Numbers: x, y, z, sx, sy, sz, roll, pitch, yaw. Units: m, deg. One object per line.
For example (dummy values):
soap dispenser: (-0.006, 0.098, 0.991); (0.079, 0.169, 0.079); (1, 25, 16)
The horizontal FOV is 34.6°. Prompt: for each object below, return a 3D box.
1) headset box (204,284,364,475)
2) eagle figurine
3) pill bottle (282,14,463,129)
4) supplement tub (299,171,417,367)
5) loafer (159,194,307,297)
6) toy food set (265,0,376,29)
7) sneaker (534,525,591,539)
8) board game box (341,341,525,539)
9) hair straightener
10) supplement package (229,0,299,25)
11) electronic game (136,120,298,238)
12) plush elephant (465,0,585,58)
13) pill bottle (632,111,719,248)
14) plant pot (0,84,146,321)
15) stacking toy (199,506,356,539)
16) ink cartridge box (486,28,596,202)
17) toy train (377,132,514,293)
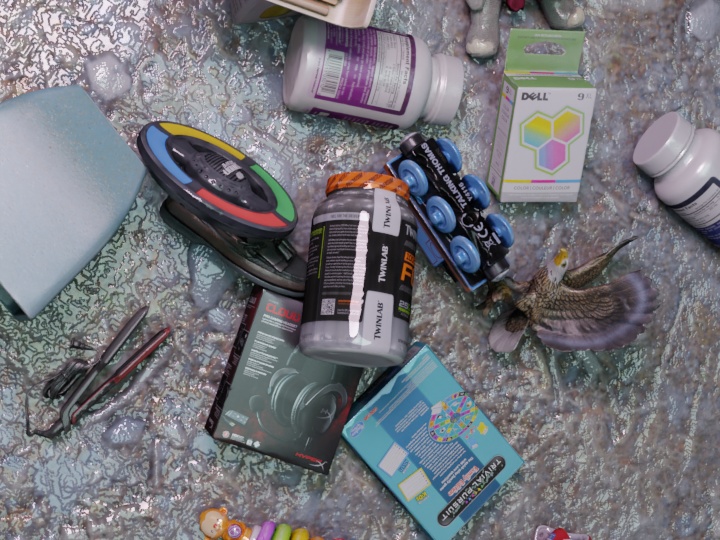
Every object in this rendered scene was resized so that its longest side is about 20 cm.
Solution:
headset box: (-0.079, 0.118, 1.357); (0.147, 0.077, 0.202); (21, 88, -15)
eagle figurine: (0.248, 0.024, 1.405); (0.197, 0.151, 0.154); (4, 80, -8)
pill bottle: (0.015, -0.227, 1.351); (0.198, 0.112, 0.114); (9, 90, -16)
supplement tub: (0.000, 0.000, 1.284); (0.121, 0.122, 0.203); (9, 77, -16)
loafer: (-0.134, -0.041, 1.314); (0.199, 0.072, 0.063); (30, 117, 0)
toy food set: (-0.065, -0.339, 1.143); (0.198, 0.060, 0.145); (16, 89, -14)
sneaker: (0.211, 0.388, 1.450); (0.198, 0.071, 0.114); (-9, 99, -23)
board game box: (0.084, 0.213, 1.420); (0.151, 0.047, 0.200); (-42, 102, -10)
hair straightener: (-0.312, 0.111, 1.316); (0.200, 0.041, 0.077); (-44, 102, -5)
supplement package: (-0.070, -0.372, 1.275); (0.150, 0.200, 0.153); (-14, 96, -14)
electronic game: (-0.155, -0.101, 1.271); (0.199, 0.200, 0.042); (30, 110, -15)
plush elephant: (0.208, -0.371, 1.376); (0.163, 0.155, 0.203); (-12, 96, -15)
pill bottle: (0.448, -0.110, 1.476); (0.199, 0.111, 0.112); (36, 83, -14)
plant pot: (-0.342, -0.086, 1.222); (0.200, 0.195, 0.197); (-42, 102, -17)
stacking toy: (-0.101, 0.335, 1.357); (0.199, 0.110, 0.117); (30, 87, -3)
ink cartridge box: (0.222, -0.185, 1.399); (0.102, 0.059, 0.202); (-1, 116, -15)
toy train: (0.100, -0.066, 1.361); (0.086, 0.114, 0.201); (-32, 86, -27)
